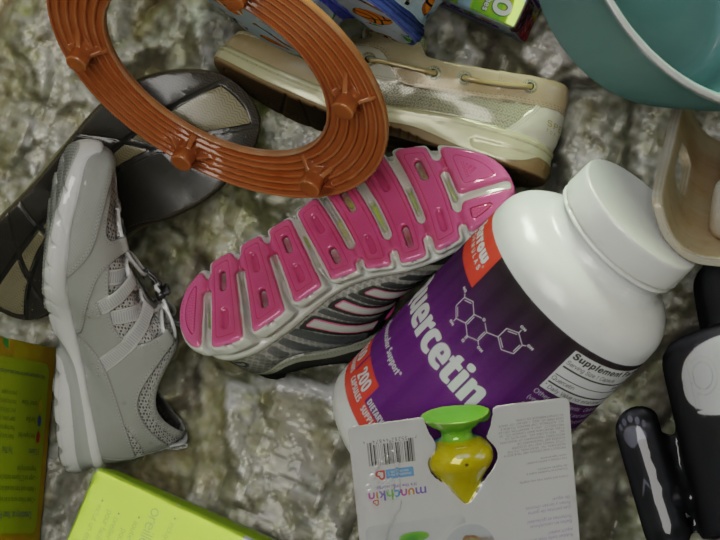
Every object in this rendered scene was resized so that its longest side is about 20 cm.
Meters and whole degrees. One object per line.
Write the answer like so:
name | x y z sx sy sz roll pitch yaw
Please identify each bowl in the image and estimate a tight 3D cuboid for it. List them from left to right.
bowl | 0.171 -0.168 1.352 0.200 0.105 0.202 8 73 -26

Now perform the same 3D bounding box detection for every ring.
ring | -0.078 -0.101 1.321 0.200 0.201 0.019 21 59 12

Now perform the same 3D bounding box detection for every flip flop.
flip flop | -0.141 -0.047 1.453 0.200 0.058 0.081 -41 94 20

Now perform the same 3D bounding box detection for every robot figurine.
robot figurine | 0.229 0.087 1.332 0.150 0.124 0.201 -19 80 39

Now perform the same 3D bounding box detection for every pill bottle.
pill bottle | 0.083 0.036 1.341 0.113 0.112 0.200 48 115 12

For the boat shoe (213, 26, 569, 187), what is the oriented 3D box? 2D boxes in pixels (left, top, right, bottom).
boat shoe | 0.018 -0.105 1.420 0.199 0.072 0.065 17 83 7

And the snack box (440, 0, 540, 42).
snack box | 0.030 -0.235 1.436 0.199 0.053 0.143 25 91 13

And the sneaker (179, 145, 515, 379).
sneaker | 0.000 0.000 1.404 0.199 0.087 0.074 -29 59 8

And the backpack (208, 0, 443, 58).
backpack | -0.029 -0.196 1.329 0.190 0.200 0.155 30 98 7

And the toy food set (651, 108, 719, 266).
toy food set | 0.258 -0.058 1.323 0.199 0.144 0.061 2 117 12

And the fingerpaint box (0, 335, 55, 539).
fingerpaint box | -0.238 0.115 1.380 0.073 0.200 0.168 3 86 12

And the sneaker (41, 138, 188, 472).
sneaker | -0.135 0.017 1.416 0.082 0.075 0.201 -3 119 -3

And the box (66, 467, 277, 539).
box | -0.079 0.204 1.417 0.199 0.048 0.122 23 90 11

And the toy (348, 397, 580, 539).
toy | 0.057 0.164 1.311 0.115 0.047 0.201 -7 106 -7
